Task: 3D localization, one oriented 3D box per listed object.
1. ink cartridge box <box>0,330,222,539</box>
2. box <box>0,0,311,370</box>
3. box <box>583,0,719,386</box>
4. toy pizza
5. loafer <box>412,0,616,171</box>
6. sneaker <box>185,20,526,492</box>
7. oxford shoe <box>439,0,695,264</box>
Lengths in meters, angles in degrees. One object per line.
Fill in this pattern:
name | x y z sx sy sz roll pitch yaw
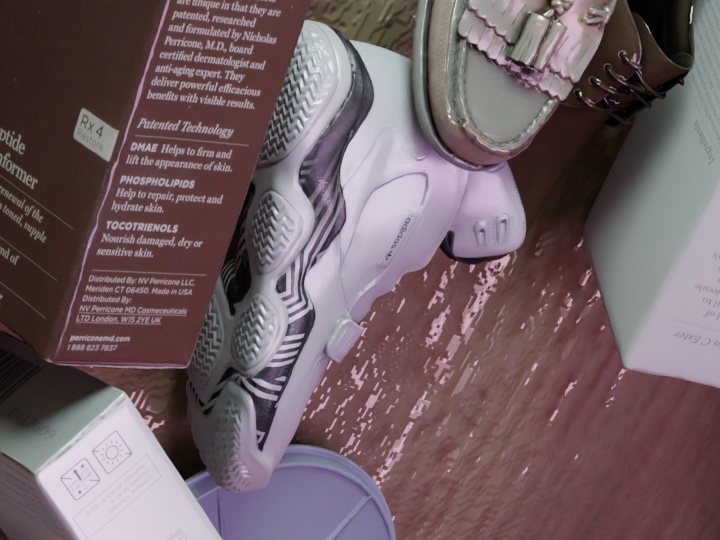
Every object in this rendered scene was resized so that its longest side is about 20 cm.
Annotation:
ink cartridge box | -0.084 0.122 1.082 0.050 0.109 0.200 -42 120 -18
box | -0.085 -0.074 1.003 0.075 0.100 0.200 5 111 -45
box | 0.210 -0.048 1.209 0.152 0.106 0.200 14 123 -18
toy pizza | -0.066 0.162 1.220 0.200 0.032 0.201 -24 130 -32
loafer | 0.078 -0.135 1.096 0.072 0.063 0.200 31 67 -28
sneaker | 0.000 0.000 1.130 0.115 0.075 0.200 4 109 -26
oxford shoe | 0.093 -0.086 1.176 0.073 0.084 0.200 12 107 -48
